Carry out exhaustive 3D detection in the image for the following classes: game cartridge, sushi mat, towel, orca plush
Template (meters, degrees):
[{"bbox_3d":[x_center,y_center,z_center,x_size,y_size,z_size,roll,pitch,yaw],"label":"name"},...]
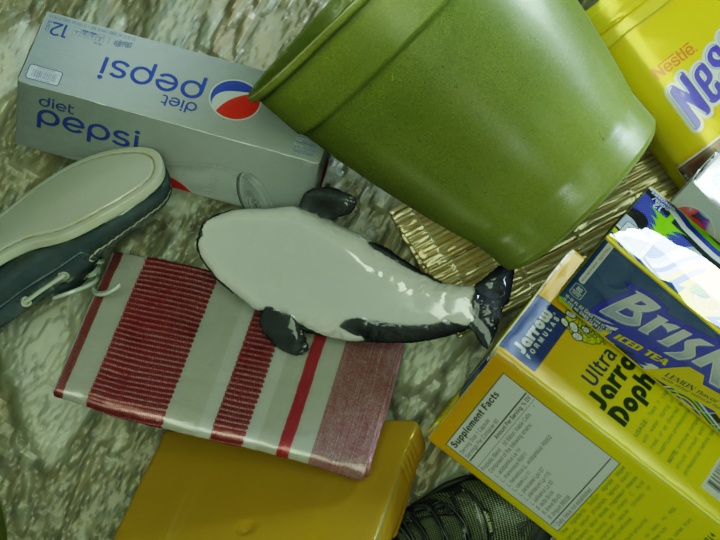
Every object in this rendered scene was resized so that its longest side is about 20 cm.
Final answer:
[{"bbox_3d":[-0.066,0.168,1.582,0.176,0.200,0.032,-1,128,21],"label":"game cartridge"},{"bbox_3d":[0.128,-0.042,1.679,0.200,0.012,0.096,-27,85,-1],"label":"sushi mat"},{"bbox_3d":[-0.078,0.059,1.627,0.200,0.144,0.023,14,130,3],"label":"towel"},{"bbox_3d":[0.000,0.000,1.641,0.200,0.071,0.105,0,91,13],"label":"orca plush"}]

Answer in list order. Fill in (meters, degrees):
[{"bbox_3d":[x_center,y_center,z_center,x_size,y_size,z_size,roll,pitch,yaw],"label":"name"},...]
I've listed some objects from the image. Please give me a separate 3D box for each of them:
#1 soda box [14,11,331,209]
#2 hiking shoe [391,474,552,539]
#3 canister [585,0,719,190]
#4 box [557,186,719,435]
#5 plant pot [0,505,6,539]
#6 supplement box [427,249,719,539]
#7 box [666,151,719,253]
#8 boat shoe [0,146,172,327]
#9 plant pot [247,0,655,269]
[{"bbox_3d":[-0.116,-0.097,1.650,0.200,0.068,0.063,16,54,1],"label":"soda box"},{"bbox_3d":[0.035,0.181,1.626,0.200,0.101,0.076,-21,89,1],"label":"hiking shoe"},{"bbox_3d":[0.243,-0.113,1.640,0.149,0.087,0.200,-37,89,-11],"label":"canister"},{"bbox_3d":[0.221,0.045,1.557,0.200,0.070,0.064,40,46,5],"label":"box"},{"bbox_3d":[-0.324,0.175,1.585,0.187,0.200,0.187,0,87,1],"label":"plant pot"},{"bbox_3d":[0.163,0.105,1.605,0.200,0.109,0.110,38,49,2],"label":"supplement box"},{"bbox_3d":[0.248,0.044,1.611,0.200,0.156,0.041,40,46,3],"label":"box"},{"bbox_3d":[-0.199,-0.009,1.645,0.200,0.075,0.062,-31,122,11],"label":"boat shoe"},{"bbox_3d":[0.069,-0.109,1.568,0.193,0.200,0.200,45,89,-7],"label":"plant pot"}]
